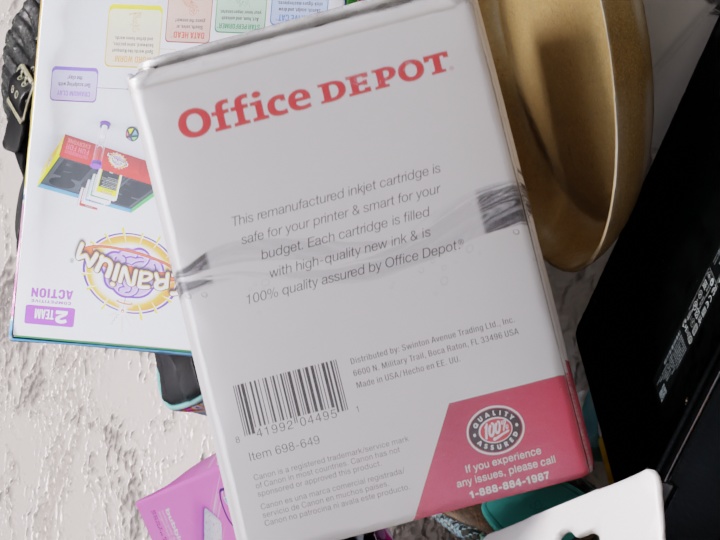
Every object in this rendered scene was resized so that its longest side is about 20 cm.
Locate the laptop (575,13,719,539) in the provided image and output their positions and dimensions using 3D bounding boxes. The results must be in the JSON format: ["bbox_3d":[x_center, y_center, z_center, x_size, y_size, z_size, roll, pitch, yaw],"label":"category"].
[{"bbox_3d":[0.181,0.024,0.782,0.201,0.115,0.188,-99,25,-54],"label":"laptop"}]

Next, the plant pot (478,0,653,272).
[{"bbox_3d":[0.077,-0.100,0.843,0.200,0.027,0.202,167,90,-77],"label":"plant pot"}]

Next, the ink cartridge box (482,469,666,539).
[{"bbox_3d":[0.110,0.186,0.765,0.116,0.067,0.202,-30,59,48],"label":"ink cartridge box"}]

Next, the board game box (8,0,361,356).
[{"bbox_3d":[-0.076,-0.061,0.928,0.152,0.040,0.202,5,88,17],"label":"board game box"}]

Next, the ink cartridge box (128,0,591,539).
[{"bbox_3d":[0.000,0.000,0.835,0.085,0.144,0.202,26,-130,-87],"label":"ink cartridge box"}]

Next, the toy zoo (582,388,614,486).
[{"bbox_3d":[0.160,0.051,0.864,0.200,0.020,0.132,-31,57,50],"label":"toy zoo"}]

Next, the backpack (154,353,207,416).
[{"bbox_3d":[-0.025,-0.014,1.037,0.176,0.153,0.201,-36,37,46],"label":"backpack"}]

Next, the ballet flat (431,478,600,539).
[{"bbox_3d":[0.075,0.114,0.927,0.200,0.074,0.075,-123,50,-71],"label":"ballet flat"}]

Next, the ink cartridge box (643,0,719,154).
[{"bbox_3d":[0.159,-0.165,0.866,0.200,0.084,0.146,-49,45,36],"label":"ink cartridge box"}]

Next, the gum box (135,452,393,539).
[{"bbox_3d":[-0.026,0.171,0.993,0.113,0.066,0.201,-28,85,55],"label":"gum box"}]

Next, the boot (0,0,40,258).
[{"bbox_3d":[-0.136,-0.111,1.073,0.212,0.079,0.158,-58,25,30],"label":"boot"}]
